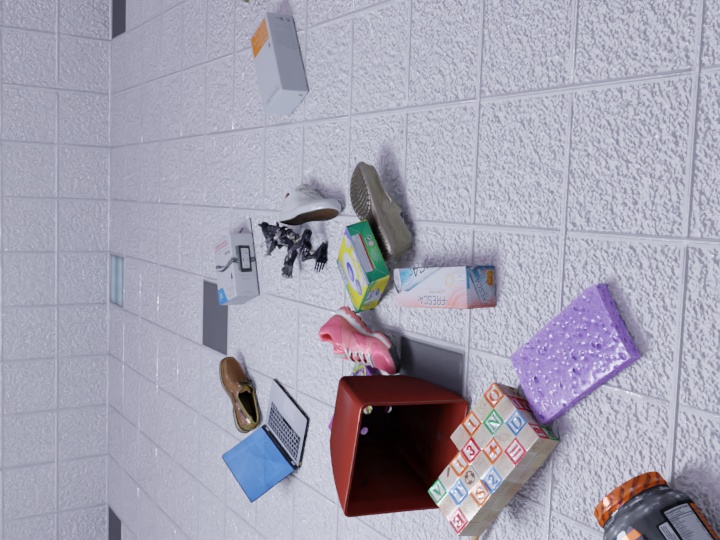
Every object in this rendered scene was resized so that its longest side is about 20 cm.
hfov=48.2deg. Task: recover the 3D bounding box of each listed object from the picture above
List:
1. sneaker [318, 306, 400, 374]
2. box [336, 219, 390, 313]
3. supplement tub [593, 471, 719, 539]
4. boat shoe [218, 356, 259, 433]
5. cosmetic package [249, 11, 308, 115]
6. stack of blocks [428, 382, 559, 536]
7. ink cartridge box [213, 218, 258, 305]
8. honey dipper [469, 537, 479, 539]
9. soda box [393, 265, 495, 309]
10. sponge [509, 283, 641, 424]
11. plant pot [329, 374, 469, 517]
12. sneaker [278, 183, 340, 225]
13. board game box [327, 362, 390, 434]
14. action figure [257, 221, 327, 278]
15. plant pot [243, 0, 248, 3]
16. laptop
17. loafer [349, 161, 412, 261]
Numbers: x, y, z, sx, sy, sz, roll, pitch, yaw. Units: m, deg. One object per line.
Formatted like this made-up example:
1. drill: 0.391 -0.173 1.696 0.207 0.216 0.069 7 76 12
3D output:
1. sneaker: -0.004 0.149 1.508 0.199 0.086 0.074 34 148 42
2. box: 0.000 0.000 1.498 0.200 0.048 0.119 105 144 -69
3. supplement tub: 0.364 0.344 0.926 0.201 0.121 0.123 61 138 37
4. boat shoe: -0.297 0.304 2.032 0.068 0.071 0.202 -39 68 46
5. cosmetic package: -0.186 -0.466 1.821 0.101 0.070 0.203 -37 61 52
6. stack of blocks: 0.189 0.283 1.205 0.201 0.058 0.115 -56 44 17
7. ink cartridge box: -0.320 -0.022 2.050 0.116 0.067 0.203 -24 70 55
8. honey dipper: 0.193 0.399 1.276 0.038 0.038 0.202 51 132 44
9. soda box: 0.136 0.027 1.333 0.199 0.063 0.070 -2 89 57
10. sponge: 0.292 0.119 1.118 0.200 0.029 0.113 -52 49 44
11. plant pot: 0.043 0.278 1.381 0.176 0.197 0.203 -142 58 -61
12. sneaker: -0.110 -0.149 1.709 0.199 0.072 0.086 -3 76 51
13. board game box: -0.001 0.280 1.591 0.120 0.032 0.202 51 131 39
14. action figure: -0.165 -0.048 1.761 0.199 0.119 0.103 13 69 49
15. plant pot: -0.312 -0.764 1.933 0.143 0.199 0.200 -51 44 11
16. laptop: -0.223 0.389 1.866 0.187 0.115 0.203 37 121 50
17. loafer: 0.037 -0.109 1.478 0.076 0.067 0.202 -46 57 53
